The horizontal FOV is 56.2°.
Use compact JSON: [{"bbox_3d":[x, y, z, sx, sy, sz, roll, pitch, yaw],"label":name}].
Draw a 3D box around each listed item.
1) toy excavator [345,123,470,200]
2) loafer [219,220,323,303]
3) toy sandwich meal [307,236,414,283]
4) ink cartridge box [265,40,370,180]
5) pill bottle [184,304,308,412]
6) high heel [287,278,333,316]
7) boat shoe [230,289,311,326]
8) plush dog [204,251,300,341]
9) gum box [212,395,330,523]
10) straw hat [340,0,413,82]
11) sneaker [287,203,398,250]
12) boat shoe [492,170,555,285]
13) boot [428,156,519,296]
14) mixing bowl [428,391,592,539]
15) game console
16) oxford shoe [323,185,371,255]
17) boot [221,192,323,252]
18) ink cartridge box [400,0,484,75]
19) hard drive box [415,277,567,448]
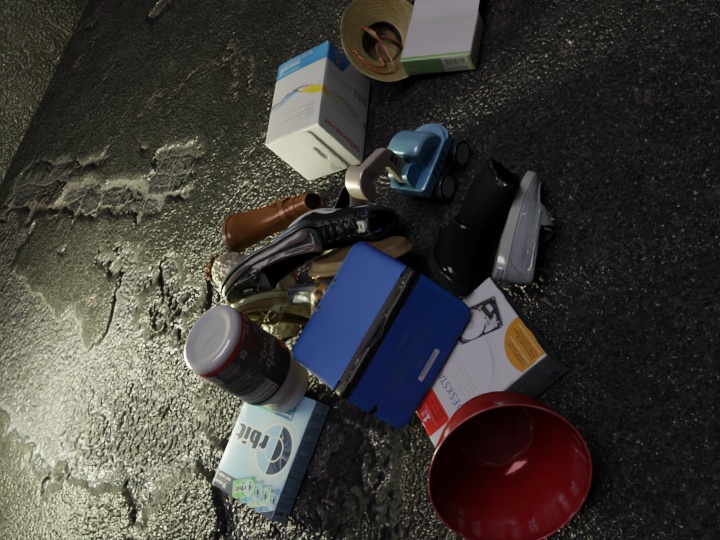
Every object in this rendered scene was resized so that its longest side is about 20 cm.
[{"bbox_3d":[0.071,-0.178,1.122,0.099,0.199,0.197,14,77,43],"label":"toy excavator"},{"bbox_3d":[-0.148,-0.002,1.113,0.199,0.072,0.063,-37,61,10],"label":"loafer"},{"bbox_3d":[0.000,0.000,1.118,0.203,0.204,0.071,-7,103,37],"label":"toy sandwich meal"},{"bbox_3d":[-0.083,-0.317,1.361,0.143,0.147,0.203,-13,59,35],"label":"ink cartridge box"},{"bbox_3d":[-0.180,0.151,1.101,0.114,0.200,0.117,-21,49,26],"label":"pill bottle"},{"bbox_3d":[-0.033,0.106,1.065,0.071,0.202,0.142,-38,18,-31],"label":"high heel"},{"bbox_3d":[-0.130,0.073,1.157,0.073,0.199,0.064,-21,73,41],"label":"boat shoe"},{"bbox_3d":[-0.200,0.025,1.261,0.198,0.171,0.163,17,78,44],"label":"plush dog"},{"bbox_3d":[-0.157,0.304,1.167,0.168,0.044,0.203,10,73,42],"label":"gum box"},{"bbox_3d":[0.040,-0.451,1.367,0.085,0.198,0.204,125,158,-69],"label":"straw hat"},{"bbox_3d":[-0.029,-0.076,1.155,0.112,0.197,0.074,11,117,68],"label":"sneaker"},{"bbox_3d":[0.251,-0.061,1.005,0.070,0.070,0.203,18,59,9],"label":"boat shoe"},{"bbox_3d":[0.175,-0.072,1.010,0.163,0.073,0.199,-55,11,25],"label":"boot"},{"bbox_3d":[0.178,0.230,0.849,0.200,0.200,0.109,-42,14,14],"label":"mixing bowl"},{"bbox_3d":[0.028,0.090,0.966,0.202,0.169,0.118,-59,21,-1],"label":"game console"},{"bbox_3d":[-0.046,-0.060,1.245,0.070,0.074,0.203,6,71,41],"label":"oxford shoe"},{"bbox_3d":[-0.169,-0.102,1.311,0.153,0.075,0.200,-16,15,25],"label":"boot"},{"bbox_3d":[0.164,-0.477,1.292,0.143,0.048,0.203,3,68,28],"label":"ink cartridge box"},{"bbox_3d":[0.164,0.139,0.963,0.200,0.076,0.157,-44,46,14],"label":"hard drive box"}]
